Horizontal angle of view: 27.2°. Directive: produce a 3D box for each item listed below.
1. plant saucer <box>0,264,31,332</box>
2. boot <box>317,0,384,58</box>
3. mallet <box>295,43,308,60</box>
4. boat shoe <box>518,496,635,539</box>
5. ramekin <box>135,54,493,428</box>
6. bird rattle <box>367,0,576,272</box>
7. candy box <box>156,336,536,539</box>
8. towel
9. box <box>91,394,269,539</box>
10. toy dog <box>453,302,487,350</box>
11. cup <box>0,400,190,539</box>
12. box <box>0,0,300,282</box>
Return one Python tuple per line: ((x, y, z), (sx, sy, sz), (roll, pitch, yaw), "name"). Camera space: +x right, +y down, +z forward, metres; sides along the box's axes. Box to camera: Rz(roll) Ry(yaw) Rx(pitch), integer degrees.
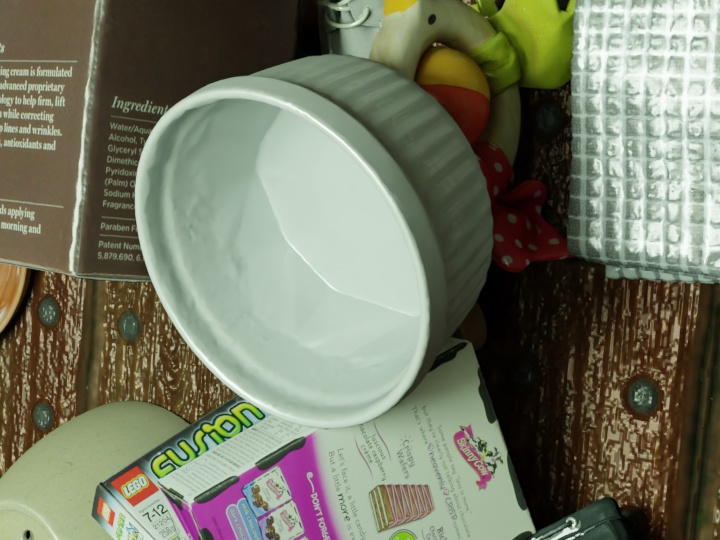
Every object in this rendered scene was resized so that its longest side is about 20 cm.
((-0.357, -0.022, 1.192), (0.197, 0.032, 0.203), (2, 103, 7), "plant saucer")
((-0.017, -0.188, 0.983), (0.073, 0.095, 0.203), (-8, 90, 30), "boot")
((-0.063, -0.174, 1.018), (0.200, 0.065, 0.041), (47, 119, 25), "mallet")
((0.092, 0.192, 0.962), (0.198, 0.074, 0.067), (-26, 65, 40), "boat shoe")
((-0.019, -0.024, 0.833), (0.198, 0.105, 0.202), (20, 126, 29), "ramekin")
((0.058, -0.089, 0.914), (0.112, 0.162, 0.203), (9, 84, 47), "bird rattle")
((-0.005, 0.141, 0.887), (0.061, 0.198, 0.138), (15, 128, 61), "candy box")
((0.205, -0.089, 0.869), (0.164, 0.085, 0.203), (5, 96, 30), "towel")
((-0.066, 0.137, 0.977), (0.110, 0.199, 0.035), (39, 136, 21), "box")
((0.000, 0.000, 0.989), (0.096, 0.130, 0.203), (-31, 68, 60), "toy dog")
((-0.205, 0.205, 1.092), (0.198, 0.143, 0.203), (2, 94, 29), "cup")
((-0.154, -0.098, 0.936), (0.165, 0.163, 0.203), (9, 93, 43), "box")
